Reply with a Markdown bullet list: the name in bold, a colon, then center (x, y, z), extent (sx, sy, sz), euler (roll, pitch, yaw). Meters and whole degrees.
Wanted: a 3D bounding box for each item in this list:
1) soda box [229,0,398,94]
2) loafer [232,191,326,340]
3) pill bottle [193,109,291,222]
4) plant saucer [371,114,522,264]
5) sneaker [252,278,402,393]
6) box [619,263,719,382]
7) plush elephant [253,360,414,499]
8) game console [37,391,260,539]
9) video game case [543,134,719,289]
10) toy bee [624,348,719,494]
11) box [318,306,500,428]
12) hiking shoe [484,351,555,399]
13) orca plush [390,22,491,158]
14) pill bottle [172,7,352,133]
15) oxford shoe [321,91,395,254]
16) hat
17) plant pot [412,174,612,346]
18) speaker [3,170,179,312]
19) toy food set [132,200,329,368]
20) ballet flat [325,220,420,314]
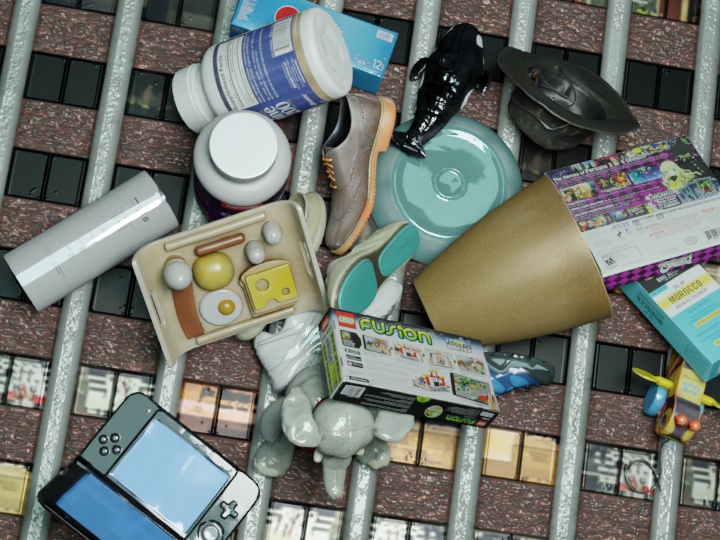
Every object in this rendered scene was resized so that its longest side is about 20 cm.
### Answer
- **soda box**: center (-0.060, -0.290, 1.774), extent (0.200, 0.068, 0.064), euler (20, 77, -2)
- **loafer**: center (-0.110, -0.014, 1.702), extent (0.068, 0.076, 0.200), euler (34, 79, -32)
- **pill bottle**: center (-0.140, -0.119, 1.665), extent (0.112, 0.200, 0.113), euler (1, 79, -6)
- **plant saucer**: center (0.109, -0.105, 1.776), extent (0.200, 0.036, 0.200), euler (1, 79, -6)
- **sneaker**: center (-0.043, 0.056, 1.709), extent (0.200, 0.078, 0.099), euler (-34, 81, -12)
- **box**: center (0.390, 0.034, 1.734), extent (0.082, 0.049, 0.200), euler (-30, 60, -16)
- **plush elephant**: center (-0.029, 0.180, 1.611), extent (0.164, 0.155, 0.200), euler (3, 116, -9)
- **game console**: center (-0.236, 0.255, 1.625), extent (0.200, 0.119, 0.172), euler (38, 78, 1)
- **video game case**: center (0.351, -0.074, 1.755), extent (0.200, 0.036, 0.181), euler (-16, 52, -11)
- **toy bee**: center (0.394, 0.167, 1.721), extent (0.131, 0.109, 0.200), euler (2, 79, -8)
- **box**: center (0.055, 0.110, 1.600), extent (0.200, 0.035, 0.110), euler (14, 42, -24)
- **hiking shoe**: center (0.136, 0.142, 1.721), extent (0.200, 0.074, 0.087), euler (-1, 87, 3)
- **orca plush**: center (0.092, -0.240, 1.763), extent (0.105, 0.071, 0.200), euler (32, 71, 29)
- **pill bottle**: center (-0.120, -0.232, 1.703), extent (0.200, 0.111, 0.111), euler (-16, 80, 22)
- **oxford shoe**: center (-0.020, -0.120, 1.726), extent (0.073, 0.071, 0.200), euler (12, 93, -29)
- **hat**: center (0.246, -0.196, 1.777), extent (0.200, 0.201, 0.081), euler (26, 118, -1)
- **plant pot**: center (0.171, 0.011, 1.700), extent (0.200, 0.186, 0.187), euler (-25, 83, 2)
- **speaker**: center (-0.320, -0.034, 1.689), extent (0.200, 0.081, 0.081), euler (-33, 85, -11)
- **toy food set**: center (-0.145, 0.017, 1.624), extent (0.200, 0.060, 0.144), euler (-18, 114, -3)
- **ballet flat**: center (0.000, 0.000, 1.681), extent (0.069, 0.069, 0.200), euler (47, 41, 3)
